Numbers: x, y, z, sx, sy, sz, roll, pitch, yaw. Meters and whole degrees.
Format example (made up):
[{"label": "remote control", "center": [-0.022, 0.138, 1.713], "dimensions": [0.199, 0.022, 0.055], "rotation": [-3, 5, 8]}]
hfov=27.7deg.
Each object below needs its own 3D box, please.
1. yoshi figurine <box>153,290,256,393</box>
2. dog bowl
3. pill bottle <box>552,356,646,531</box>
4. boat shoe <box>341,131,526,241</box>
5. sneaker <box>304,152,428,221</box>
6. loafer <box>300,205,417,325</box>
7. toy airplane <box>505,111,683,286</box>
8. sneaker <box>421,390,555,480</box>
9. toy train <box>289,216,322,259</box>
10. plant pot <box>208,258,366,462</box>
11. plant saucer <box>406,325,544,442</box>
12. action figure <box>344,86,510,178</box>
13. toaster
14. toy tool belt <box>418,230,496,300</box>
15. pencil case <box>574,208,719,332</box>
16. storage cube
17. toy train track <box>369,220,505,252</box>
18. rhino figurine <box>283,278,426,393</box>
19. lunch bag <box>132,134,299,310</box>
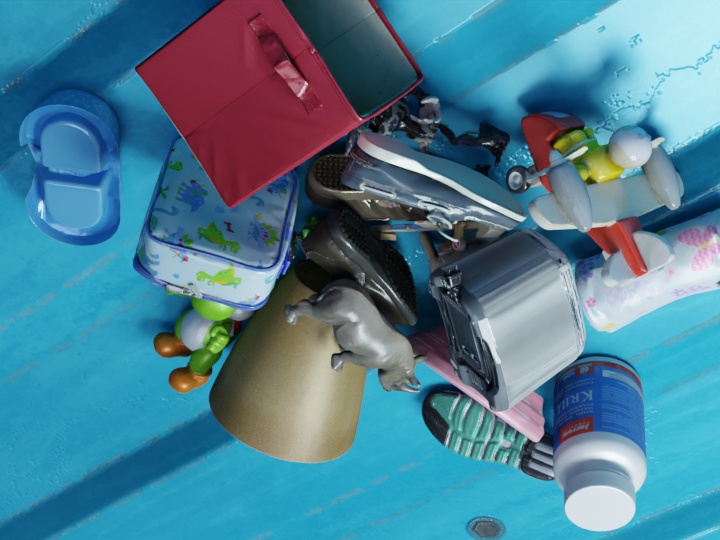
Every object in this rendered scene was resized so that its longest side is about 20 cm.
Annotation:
[{"label": "yoshi figurine", "center": [-0.189, 0.056, 1.753], "dimensions": [0.112, 0.112, 0.200], "rotation": [32, 125, -11]}, {"label": "dog bowl", "center": [-0.322, -0.119, 1.654], "dimensions": [0.111, 0.050, 0.200], "rotation": [7, 132, 2]}, {"label": "pill bottle", "center": [0.287, 0.209, 1.754], "dimensions": [0.112, 0.200, 0.112], "rotation": [4, 131, 4]}, {"label": "boat shoe", "center": [0.076, -0.078, 1.488], "dimensions": [0.200, 0.075, 0.062], "rotation": [19, 111, -25]}, {"label": "sneaker", "center": [0.037, -0.088, 1.633], "dimensions": [0.200, 0.071, 0.076], "rotation": [11, 158, -6]}, {"label": "loafer", "center": [0.000, 0.000, 1.643], "dimensions": [0.071, 0.073, 0.200], "rotation": [-21, 135, 22]}, {"label": "toy airplane", "center": [0.258, -0.083, 1.504], "dimensions": [0.199, 0.200, 0.141], "rotation": [24, 126, -12]}, {"label": "sneaker", "center": [0.174, 0.211, 1.865], "dimensions": [0.200, 0.088, 0.074], "rotation": [26, 97, 13]}, {"label": "toy train", "center": [-0.101, -0.029, 1.674], "dimensions": [0.200, 0.056, 0.042], "rotation": [-10, 108, 2]}, {"label": "plant pot", "center": [-0.063, 0.094, 1.737], "dimensions": [0.186, 0.186, 0.200], "rotation": [18, 117, -7]}, {"label": "plant saucer", "center": [0.142, 0.127, 1.737], "dimensions": [0.200, 0.201, 0.051], "rotation": [36, 88, -22]}, {"label": "action figure", "center": [0.055, -0.142, 1.546], "dimensions": [0.200, 0.102, 0.119], "rotation": [19, 116, -9]}, {"label": "toaster", "center": [0.158, 0.043, 1.561], "dimensions": [0.129, 0.114, 0.200], "rotation": [-30, 127, -15]}, {"label": "toy tool belt", "center": [0.153, 0.030, 1.694], "dimensions": [0.125, 0.123, 0.200], "rotation": [-49, 123, 3]}, {"label": "pencil case", "center": [0.342, 0.001, 1.642], "dimensions": [0.200, 0.083, 0.091], "rotation": [-21, 103, 25]}, {"label": "storage cube", "center": [-0.076, -0.195, 1.439], "dimensions": [0.180, 0.200, 0.171], "rotation": [-31, 97, 29]}, {"label": "toy train track", "center": [0.081, -0.036, 1.611], "dimensions": [0.115, 0.033, 0.200], "rotation": [1, 180, -39]}, {"label": "rhino figurine", "center": [0.009, 0.081, 1.626], "dimensions": [0.087, 0.060, 0.200], "rotation": [-22, 128, 30]}, {"label": "lunch bag", "center": [-0.151, -0.053, 1.586], "dimensions": [0.161, 0.200, 0.083], "rotation": [16, 132, -7]}]
